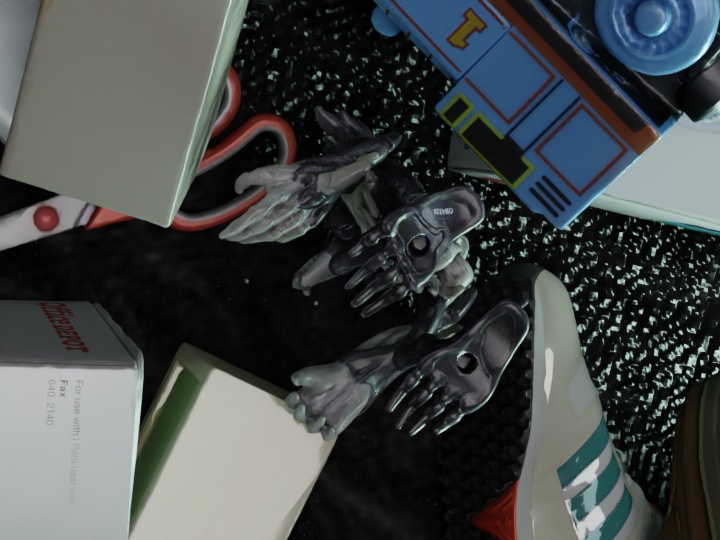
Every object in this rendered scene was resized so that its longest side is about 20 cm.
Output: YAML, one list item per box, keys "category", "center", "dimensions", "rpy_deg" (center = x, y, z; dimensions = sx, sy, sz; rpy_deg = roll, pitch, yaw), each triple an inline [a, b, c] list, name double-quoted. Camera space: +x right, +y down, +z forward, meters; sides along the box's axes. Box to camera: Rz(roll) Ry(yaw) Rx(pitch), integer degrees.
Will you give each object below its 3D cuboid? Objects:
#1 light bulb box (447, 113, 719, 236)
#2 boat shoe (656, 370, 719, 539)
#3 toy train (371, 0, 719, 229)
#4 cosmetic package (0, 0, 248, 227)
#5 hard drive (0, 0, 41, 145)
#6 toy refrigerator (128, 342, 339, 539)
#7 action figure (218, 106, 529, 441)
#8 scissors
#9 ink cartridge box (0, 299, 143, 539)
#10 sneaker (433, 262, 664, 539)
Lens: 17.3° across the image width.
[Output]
- category: "light bulb box"
  center: [0.164, -0.116, 1.019]
  dimensions: [0.198, 0.125, 0.201]
  rpy_deg: [12, 92, -14]
- category: "boat shoe"
  center: [0.149, 0.134, 1.027]
  dimensions: [0.068, 0.200, 0.072]
  rpy_deg: [-28, 131, 32]
- category: "toy train"
  center: [0.055, -0.116, 0.889]
  dimensions: [0.200, 0.087, 0.114]
  rpy_deg: [46, 113, -1]
- category: "cosmetic package"
  center: [-0.073, -0.131, 0.903]
  dimensions: [0.073, 0.104, 0.200]
  rpy_deg: [18, 114, -2]
- category: "hard drive"
  center: [-0.162, -0.163, 0.983]
  dimensions: [0.132, 0.027, 0.200]
  rpy_deg: [-44, 105, -6]
- category: "toy refrigerator"
  center: [-0.090, 0.136, 1.011]
  dimensions: [0.070, 0.076, 0.200]
  rpy_deg: [26, 90, -16]
- category: "action figure"
  center: [0.000, 0.000, 0.955]
  dimensions: [0.102, 0.200, 0.119]
  rpy_deg: [-27, 103, -5]
- category: "scissors"
  center: [-0.120, -0.021, 1.016]
  dimensions: [0.200, 0.014, 0.073]
  rpy_deg: [-34, 105, -10]
- category: "ink cartridge box"
  center: [-0.197, 0.059, 0.937]
  dimensions: [0.199, 0.146, 0.086]
  rpy_deg: [3, 97, -14]
- category: "sneaker"
  center: [0.091, 0.095, 1.066]
  dimensions: [0.093, 0.070, 0.200]
  rpy_deg: [-4, 94, -35]
